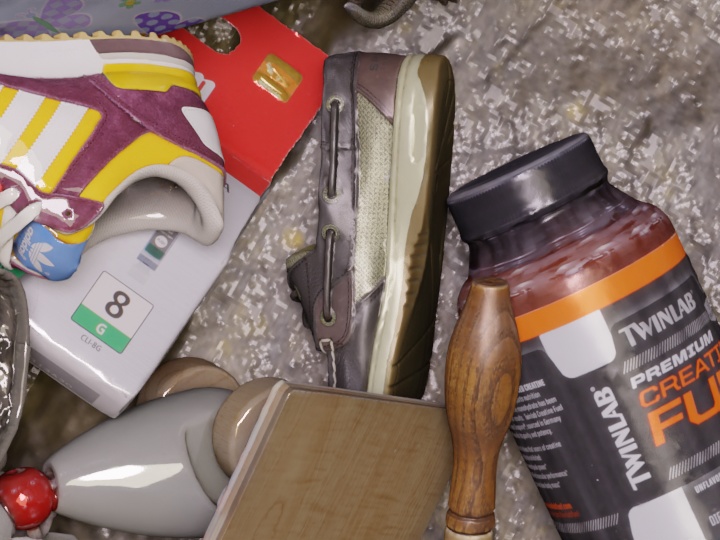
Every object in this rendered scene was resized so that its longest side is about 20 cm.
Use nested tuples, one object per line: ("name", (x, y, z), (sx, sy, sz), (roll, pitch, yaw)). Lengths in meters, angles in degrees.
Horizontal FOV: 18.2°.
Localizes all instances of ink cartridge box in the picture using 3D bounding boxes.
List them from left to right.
("ink cartridge box", (-0.113, -0.063, 0.963), (0.161, 0.050, 0.200), (35, 70, -6))

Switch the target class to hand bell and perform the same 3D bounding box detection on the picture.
("hand bell", (0.047, 0.100, 0.971), (0.104, 0.104, 0.201), (1, 106, -8))

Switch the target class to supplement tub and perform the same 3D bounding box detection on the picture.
("supplement tub", (0.111, 0.043, 1.001), (0.107, 0.107, 0.200), (-27, 95, -7))

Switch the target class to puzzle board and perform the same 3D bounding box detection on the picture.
("puzzle board", (-0.034, 0.142, 0.964), (0.017, 0.151, 0.200), (31, 100, 32))

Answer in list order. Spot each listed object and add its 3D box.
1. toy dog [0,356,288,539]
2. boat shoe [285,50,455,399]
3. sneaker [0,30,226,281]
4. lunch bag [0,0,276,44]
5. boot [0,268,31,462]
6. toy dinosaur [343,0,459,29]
("toy dog", (-0.104, 0.112, 0.965), (0.199, 0.132, 0.097), (-18, 106, -5))
("boat shoe", (0.000, 0.000, 1.007), (0.066, 0.072, 0.202), (11, 102, 14))
("sneaker", (-0.147, -0.039, 0.878), (0.199, 0.075, 0.090), (-10, 69, -23))
("lunch bag", (-0.114, -0.199, 0.905), (0.169, 0.127, 0.201), (-15, 71, 1))
("boot", (-0.234, 0.073, 0.920), (0.199, 0.073, 0.183), (11, 91, 26))
("toy dinosaur", (0.046, -0.156, 0.974), (0.102, 0.200, 0.077), (-29, 84, 33))
